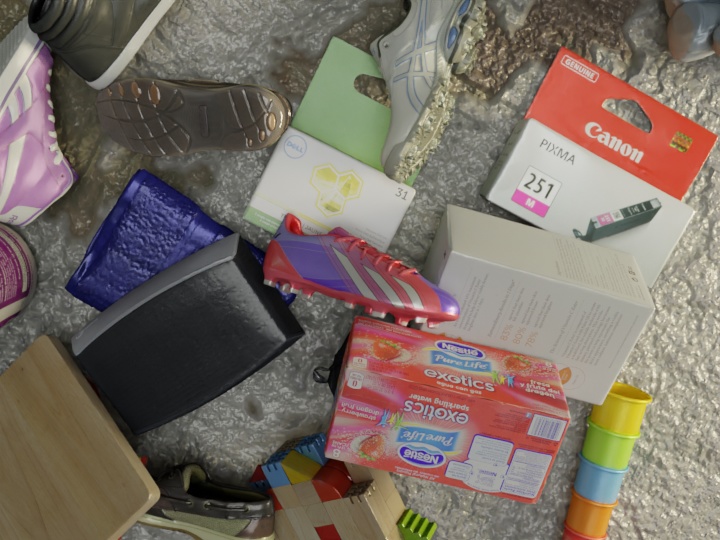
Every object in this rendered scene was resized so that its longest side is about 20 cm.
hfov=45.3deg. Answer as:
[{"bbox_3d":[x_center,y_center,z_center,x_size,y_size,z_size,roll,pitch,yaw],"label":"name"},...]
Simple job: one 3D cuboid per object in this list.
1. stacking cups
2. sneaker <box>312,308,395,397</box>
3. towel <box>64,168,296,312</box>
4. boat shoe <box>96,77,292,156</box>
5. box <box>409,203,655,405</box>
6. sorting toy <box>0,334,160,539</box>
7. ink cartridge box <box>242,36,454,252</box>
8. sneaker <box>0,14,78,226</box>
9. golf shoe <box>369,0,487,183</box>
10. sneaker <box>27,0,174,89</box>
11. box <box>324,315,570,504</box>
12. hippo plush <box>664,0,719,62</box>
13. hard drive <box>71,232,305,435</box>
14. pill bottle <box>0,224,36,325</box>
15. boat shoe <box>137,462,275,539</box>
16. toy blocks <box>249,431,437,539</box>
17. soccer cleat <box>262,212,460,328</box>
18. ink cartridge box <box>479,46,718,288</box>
[{"bbox_3d":[0.258,0.221,0.917,0.060,0.061,0.201,9,101,-5],"label":"stacking cups"},{"bbox_3d":[0.044,0.138,0.885,0.200,0.076,0.114,44,99,-7],"label":"sneaker"},{"bbox_3d":[-0.175,0.010,0.867,0.200,0.050,0.148,34,102,-8],"label":"towel"},{"bbox_3d":[-0.157,-0.148,0.832,0.199,0.073,0.075,9,107,16],"label":"boat shoe"},{"bbox_3d":[0.160,0.033,0.842,0.199,0.098,0.125,15,121,-6],"label":"box"},{"bbox_3d":[-0.304,0.204,0.842,0.199,0.070,0.200,-44,69,8],"label":"sorting toy"},{"bbox_3d":[-0.009,-0.111,0.858,0.145,0.048,0.201,26,98,-6],"label":"ink cartridge box"},{"bbox_3d":[-0.316,-0.141,0.833,0.114,0.072,0.201,28,79,-39],"label":"sneaker"},{"bbox_3d":[0.047,-0.182,0.834,0.097,0.078,0.201,20,76,13],"label":"golf shoe"},{"bbox_3d":[-0.226,-0.273,0.788,0.099,0.071,0.200,30,96,-46],"label":"sneaker"},{"bbox_3d":[0.076,0.126,0.787,0.199,0.095,0.103,13,115,-2],"label":"box"},{"bbox_3d":[0.404,-0.263,0.833,0.160,0.159,0.200,21,114,-36],"label":"hippo plush"},{"bbox_3d":[-0.169,0.068,0.834,0.200,0.042,0.135,-31,102,7],"label":"hard drive"},{"bbox_3d":[-0.374,0.017,0.768,0.112,0.200,0.113,0,98,-3],"label":"pill bottle"},{"bbox_3d":[-0.174,0.225,0.868,0.199,0.073,0.065,13,97,13],"label":"boat shoe"},{"bbox_3d":[-0.043,0.228,0.865,0.199,0.100,0.137,-21,100,32],"label":"toy blocks"},{"bbox_3d":[0.000,0.000,0.790,0.199,0.067,0.077,13,85,26],"label":"soccer cleat"},{"bbox_3d":[0.249,-0.104,0.876,0.199,0.044,0.174,27,97,-7],"label":"ink cartridge box"}]
